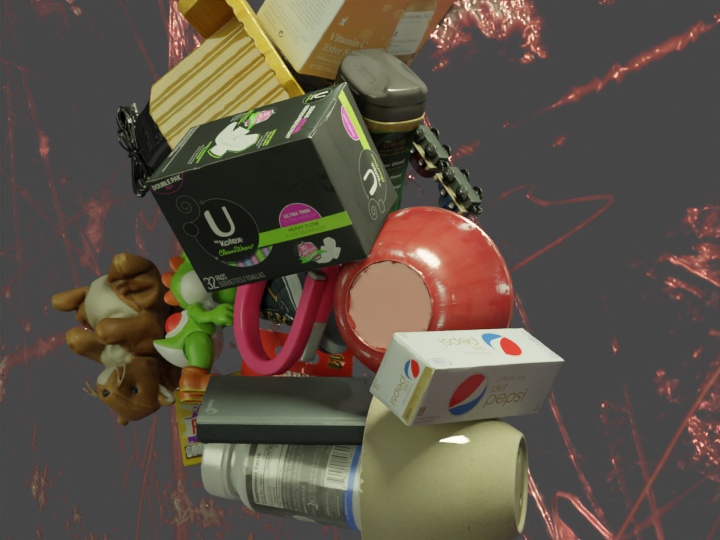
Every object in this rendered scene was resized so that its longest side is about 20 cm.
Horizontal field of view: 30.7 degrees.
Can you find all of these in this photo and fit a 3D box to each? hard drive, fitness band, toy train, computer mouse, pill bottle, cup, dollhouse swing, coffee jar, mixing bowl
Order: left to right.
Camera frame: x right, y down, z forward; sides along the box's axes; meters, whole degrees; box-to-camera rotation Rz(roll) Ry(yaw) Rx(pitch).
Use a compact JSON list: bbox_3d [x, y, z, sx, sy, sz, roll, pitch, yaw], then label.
[{"bbox_3d":[-0.263,-0.197,1.773,0.200,0.053,0.139,-34,66,51],"label":"computer mouse"},{"bbox_3d":[-0.161,-0.196,1.482,0.176,0.182,0.200,-33,81,4],"label":"dollhouse swing"},{"bbox_3d":[-0.089,0.024,1.493,0.144,0.037,0.200,38,116,45],"label":"fitness band"},{"bbox_3d":[-0.072,0.151,1.422,0.140,0.200,0.033,-91,1,-75],"label":"hard drive"},{"bbox_3d":[-0.067,0.218,1.452,0.200,0.114,0.114,7,92,21],"label":"pill bottle"},{"bbox_3d":[0.009,-0.138,1.436,0.104,0.085,0.200,52,141,40],"label":"coffee jar"},{"bbox_3d":[0.048,0.032,1.364,0.200,0.108,0.201,1,92,23],"label":"mixing bowl"},{"bbox_3d":[0.074,-0.128,1.447,0.046,0.034,0.200,-54,53,32],"label":"toy train"},{"bbox_3d":[0.092,0.212,1.320,0.143,0.200,0.201,0,87,16],"label":"cup"}]

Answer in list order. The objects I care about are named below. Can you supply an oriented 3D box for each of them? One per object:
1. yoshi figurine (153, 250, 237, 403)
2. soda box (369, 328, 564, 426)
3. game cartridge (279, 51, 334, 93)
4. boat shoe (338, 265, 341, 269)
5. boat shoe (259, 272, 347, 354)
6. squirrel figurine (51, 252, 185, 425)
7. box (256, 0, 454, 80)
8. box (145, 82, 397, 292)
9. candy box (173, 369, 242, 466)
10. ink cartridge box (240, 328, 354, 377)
[{"bbox_3d":[-0.180,0.061,1.631,0.112,0.112,0.200,-13,70,29],"label":"yoshi figurine"},{"bbox_3d":[0.107,0.102,1.282,0.064,0.200,0.068,40,116,39],"label":"soda box"},{"bbox_3d":[-0.086,-0.194,1.587,0.200,0.040,0.134,22,111,45],"label":"game cartridge"},{"bbox_3d":[0.000,0.000,1.488,0.060,0.076,0.200,-42,72,35],"label":"boat shoe"},{"bbox_3d":[-0.078,0.044,1.563,0.091,0.071,0.200,-53,47,27],"label":"boat shoe"},{"bbox_3d":[-0.278,0.101,1.674,0.141,0.200,0.187,-27,68,23],"label":"squirrel figurine"},{"bbox_3d":[0.010,-0.313,1.437,0.200,0.152,0.106,-54,53,28],"label":"box"},{"bbox_3d":[-0.088,-0.084,1.364,0.200,0.124,0.149,-12,119,27],"label":"box"},{"bbox_3d":[-0.162,0.183,1.662,0.200,0.026,0.102,-21,72,41],"label":"candy box"},{"bbox_3d":[-0.093,0.177,1.553,0.160,0.047,0.200,8,95,28],"label":"ink cartridge box"}]
